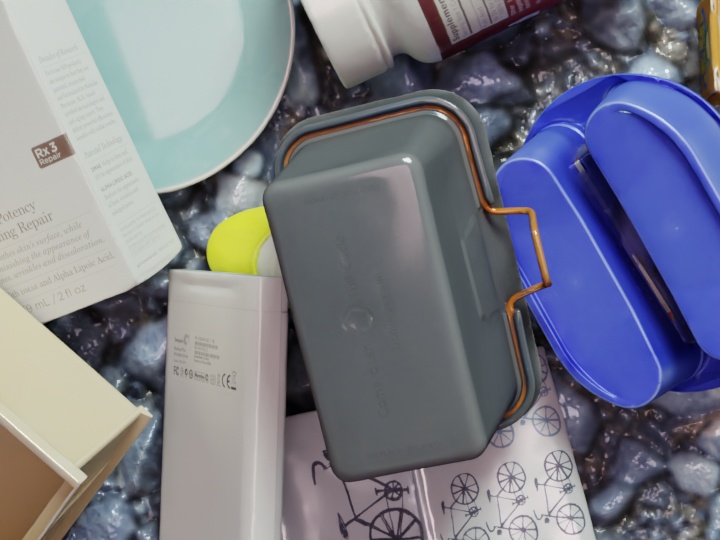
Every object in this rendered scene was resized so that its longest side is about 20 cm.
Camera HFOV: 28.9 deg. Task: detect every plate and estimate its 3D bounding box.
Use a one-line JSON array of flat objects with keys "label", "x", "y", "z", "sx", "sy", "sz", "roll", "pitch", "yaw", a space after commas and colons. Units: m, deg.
[{"label": "plate", "x": -0.138, "y": -0.147, "z": 0.880, "sx": 0.199, "sy": 0.026, "sz": 0.201, "roll": 0, "pitch": 90, "yaw": 5}]

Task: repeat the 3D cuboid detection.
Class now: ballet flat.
[{"label": "ballet flat", "x": 0.000, "y": 0.000, "z": 0.850, "sx": 0.199, "sy": 0.067, "sz": 0.067, "roll": 12, "pitch": 93, "yaw": 5}]

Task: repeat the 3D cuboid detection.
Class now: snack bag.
[{"label": "snack bag", "x": 0.040, "y": 0.156, "z": 0.837, "sx": 0.199, "sy": 0.021, "sz": 0.189, "roll": -11, "pitch": 81, "yaw": -10}]

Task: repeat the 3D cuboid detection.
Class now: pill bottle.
[{"label": "pill bottle", "x": 0.061, "y": -0.192, "z": 0.819, "sx": 0.200, "sy": 0.114, "sz": 0.114, "roll": -25, "pitch": 89, "yaw": 5}]

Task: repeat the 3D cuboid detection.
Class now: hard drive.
[{"label": "hard drive", "x": -0.083, "y": 0.102, "z": 0.832, "sx": 0.027, "sy": 0.132, "sz": 0.201, "roll": 2, "pitch": 91, "yaw": -31}]

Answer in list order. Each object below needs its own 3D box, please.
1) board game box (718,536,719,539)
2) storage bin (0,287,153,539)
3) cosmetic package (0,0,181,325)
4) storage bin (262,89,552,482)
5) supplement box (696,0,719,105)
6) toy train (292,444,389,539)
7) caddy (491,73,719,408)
[{"label": "board game box", "x": 0.289, "y": 0.247, "z": 0.842, "sx": 0.199, "sy": 0.043, "sz": 0.200, "roll": 27, "pitch": 93, "yaw": 5}, {"label": "storage bin", "x": -0.262, "y": 0.100, "z": 0.830, "sx": 0.200, "sy": 0.094, "sz": 0.199, "roll": 40, "pitch": 118, "yaw": 3}, {"label": "cosmetic package", "x": -0.199, "y": -0.075, "z": 0.833, "sx": 0.101, "sy": 0.074, "sz": 0.200, "roll": -21, "pitch": 102, "yaw": 23}, {"label": "storage bin", "x": 0.026, "y": 0.013, "z": 0.744, "sx": 0.145, "sy": 0.134, "sz": 0.201, "roll": -12, "pitch": 100, "yaw": 11}, {"label": "supplement box", "x": 0.303, "y": -0.138, "z": 0.825, "sx": 0.199, "sy": 0.069, "sz": 0.067, "roll": -2, "pitch": 90, "yaw": 3}, {"label": "toy train", "x": 0.012, "y": 0.182, "z": 0.867, "sx": 0.200, "sy": 0.042, "sz": 0.056, "roll": 45, "pitch": 104, "yaw": 3}, {"label": "caddy", "x": 0.167, "y": -0.018, "z": 0.820, "sx": 0.141, "sy": 0.105, "sz": 0.200, "roll": -30, "pitch": 89, "yaw": 27}]
